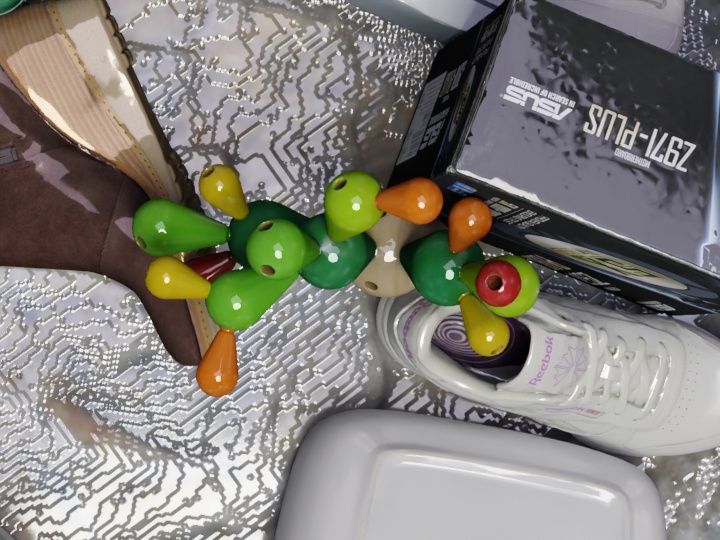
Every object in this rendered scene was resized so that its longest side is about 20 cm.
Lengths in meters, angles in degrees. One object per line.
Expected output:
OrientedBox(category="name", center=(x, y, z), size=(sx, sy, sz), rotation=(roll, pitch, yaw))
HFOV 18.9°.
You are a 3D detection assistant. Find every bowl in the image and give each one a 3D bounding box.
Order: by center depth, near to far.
OrientedBox(category="bowl", center=(0.055, 0.165, 1.036), size=(0.198, 0.075, 0.201), rotation=(12, 69, -6))

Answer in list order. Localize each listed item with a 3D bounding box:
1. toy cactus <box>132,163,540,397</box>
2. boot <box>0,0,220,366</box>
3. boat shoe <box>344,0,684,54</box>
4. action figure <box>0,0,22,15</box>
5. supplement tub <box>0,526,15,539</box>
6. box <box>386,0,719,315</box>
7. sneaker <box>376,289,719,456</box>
OrientedBox(category="toy cactus", center=(0.000, 0.000, 0.979), size=(0.199, 0.165, 0.103), rotation=(-2, 91, 26))
OrientedBox(category="boot", center=(-0.166, -0.021, 1.053), size=(0.165, 0.072, 0.201), rotation=(-23, 93, 4))
OrientedBox(category="boat shoe", center=(0.072, -0.152, 1.073), size=(0.200, 0.075, 0.087), rotation=(17, 87, -9))
OrientedBox(category="action figure", center=(-0.156, -0.173, 1.042), size=(0.199, 0.055, 0.119), rotation=(-19, 56, -16))
OrientedBox(category="supplement tub", center=(-0.235, 0.198, 1.000), size=(0.122, 0.123, 0.200), rotation=(42, 84, -5))
OrientedBox(category="box", center=(0.111, -0.047, 1.013), size=(0.163, 0.200, 0.087), rotation=(21, 85, -7))
OrientedBox(category="sneaker", center=(0.106, 0.053, 1.060), size=(0.198, 0.100, 0.075), rotation=(13, 95, -7))
